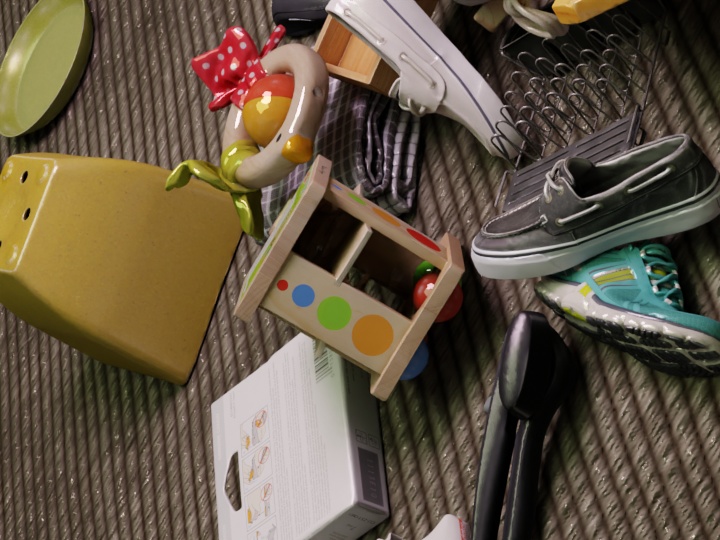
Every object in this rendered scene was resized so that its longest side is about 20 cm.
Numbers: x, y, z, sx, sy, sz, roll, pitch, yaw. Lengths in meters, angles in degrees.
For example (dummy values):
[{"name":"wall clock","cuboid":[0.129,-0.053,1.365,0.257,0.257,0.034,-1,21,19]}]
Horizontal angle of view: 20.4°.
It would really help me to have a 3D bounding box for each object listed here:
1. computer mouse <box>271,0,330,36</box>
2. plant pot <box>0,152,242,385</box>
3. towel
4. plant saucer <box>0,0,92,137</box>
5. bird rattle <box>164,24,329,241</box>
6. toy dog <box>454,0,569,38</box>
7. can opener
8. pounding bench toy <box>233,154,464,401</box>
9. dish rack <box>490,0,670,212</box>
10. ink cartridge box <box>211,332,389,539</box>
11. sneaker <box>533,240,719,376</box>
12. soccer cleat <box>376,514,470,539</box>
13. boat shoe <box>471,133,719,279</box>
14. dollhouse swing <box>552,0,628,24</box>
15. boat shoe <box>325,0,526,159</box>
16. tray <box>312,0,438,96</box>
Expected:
[{"name":"computer mouse","cuboid":[-0.026,-0.303,1.952,0.200,0.046,0.141,3,73,55]},{"name":"plant pot","cuboid":[-0.263,-0.021,1.965,0.194,0.199,0.196,9,78,56]},{"name":"towel","cuboid":[-0.024,-0.126,1.802,0.165,0.085,0.201,-26,50,43]},{"name":"plant saucer","cuboid":[-0.379,-0.249,2.424,0.200,0.031,0.201,-32,45,39]},{"name":"bird rattle","cuboid":[-0.078,-0.131,1.728,0.163,0.112,0.201,-19,45,47]},{"name":"toy dog","cuboid":[0.103,-0.257,1.580,0.097,0.132,0.200,-58,21,-2]},{"name":"can opener","cuboid":[0.111,0.130,1.478,0.063,0.078,0.201,7,85,47]},{"name":"pounding bench toy","cuboid":[0.000,0.000,1.646,0.125,0.156,0.200,-59,6,12]},{"name":"dish rack","cuboid":[0.163,-0.137,1.542,0.153,0.054,0.201,-28,32,42]},{"name":"ink cartridge box","cuboid":[-0.055,0.159,1.704,0.173,0.043,0.201,-39,42,35]},{"name":"sneaker","cuboid":[0.196,0.016,1.421,0.080,0.077,0.200,-56,34,-2]},{"name":"soccer cleat","cuboid":[0.011,0.249,1.541,0.200,0.069,0.085,-30,38,38]},{"name":"boat shoe","cuboid":[0.162,-0.053,1.440,0.199,0.071,0.072,-19,27,25]},{"name":"dollhouse swing","cuboid":[0.204,-0.300,1.464,0.199,0.176,0.182,-23,94,30]},{"name":"boat shoe","cuboid":[0.052,-0.159,1.636,0.066,0.200,0.072,-41,2,-1]},{"name":"tray","cuboid":[0.033,-0.253,1.718,0.098,0.037,0.201,24,89,53]}]
